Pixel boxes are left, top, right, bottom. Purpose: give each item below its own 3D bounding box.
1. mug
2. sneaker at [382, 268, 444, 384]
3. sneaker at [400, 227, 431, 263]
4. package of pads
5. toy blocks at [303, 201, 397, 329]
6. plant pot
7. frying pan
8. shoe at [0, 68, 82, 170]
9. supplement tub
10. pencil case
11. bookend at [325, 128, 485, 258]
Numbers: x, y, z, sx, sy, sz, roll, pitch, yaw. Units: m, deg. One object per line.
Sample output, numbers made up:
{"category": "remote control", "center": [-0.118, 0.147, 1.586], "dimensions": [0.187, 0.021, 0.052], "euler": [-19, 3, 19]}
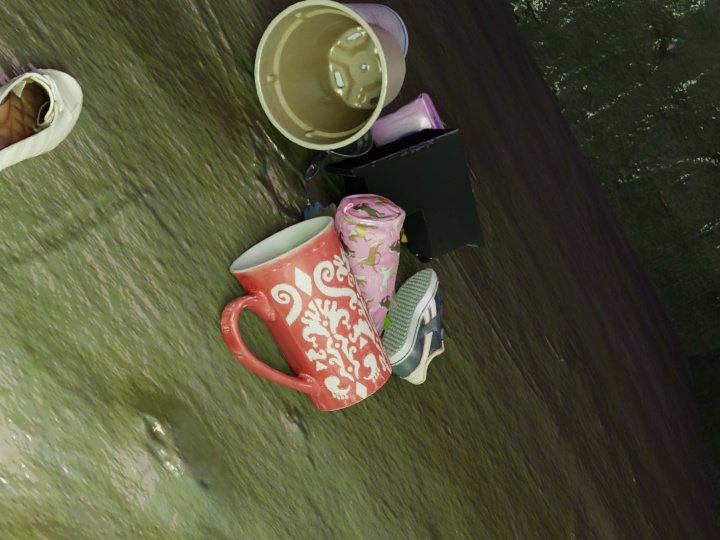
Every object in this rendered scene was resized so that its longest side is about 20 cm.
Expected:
{"category": "mug", "center": [-0.069, 0.064, 1.016], "dimensions": [0.201, 0.177, 0.133], "euler": [64, -10, -16]}
{"category": "sneaker", "center": [0.086, 0.086, 1.303], "dimensions": [0.079, 0.078, 0.200], "euler": [48, 42, -24]}
{"category": "sneaker", "center": [0.073, -0.095, 1.428], "dimensions": [0.200, 0.070, 0.090], "euler": [48, 29, -36]}
{"category": "package of pads", "center": [0.104, -0.197, 1.512], "dimensions": [0.201, 0.120, 0.076], "euler": [65, 21, -5]}
{"category": "toy blocks", "center": [-0.016, -0.028, 1.204], "dimensions": [0.200, 0.100, 0.137], "euler": [49, 20, -32]}
{"category": "plant pot", "center": [-0.025, -0.291, 1.251], "dimensions": [0.201, 0.200, 0.183], "euler": [64, 27, -6]}
{"category": "frying pan", "center": [-0.034, -0.183, 1.291], "dimensions": [0.114, 0.031, 0.191], "euler": [12, 49, -18]}
{"category": "shoe", "center": [-0.301, -0.137, 0.775], "dimensions": [0.070, 0.053, 0.200], "euler": [57, 28, -20]}
{"category": "supplement tub", "center": [-0.009, -0.379, 1.433], "dimensions": [0.132, 0.131, 0.200], "euler": [64, 27, -6]}
{"category": "pencil case", "center": [0.000, 0.000, 1.091], "dimensions": [0.086, 0.083, 0.201], "euler": [-26, 136, -46]}
{"category": "bookend", "center": [0.074, -0.099, 1.345], "dimensions": [0.198, 0.092, 0.201], "euler": [-24, 109, -24]}
